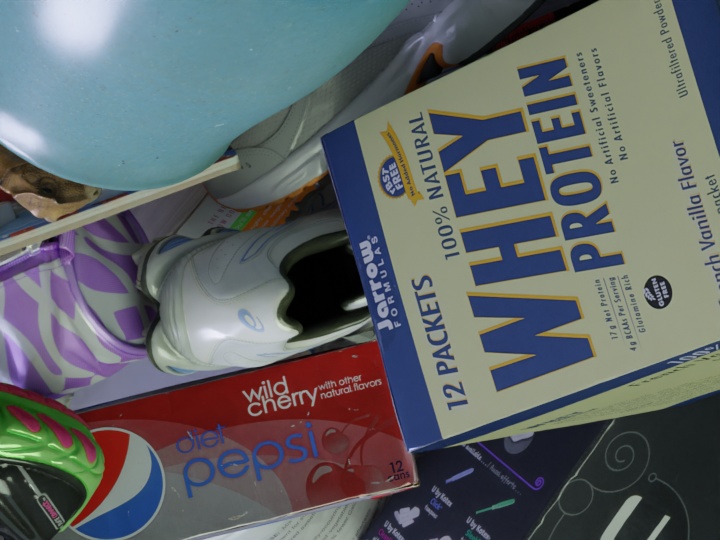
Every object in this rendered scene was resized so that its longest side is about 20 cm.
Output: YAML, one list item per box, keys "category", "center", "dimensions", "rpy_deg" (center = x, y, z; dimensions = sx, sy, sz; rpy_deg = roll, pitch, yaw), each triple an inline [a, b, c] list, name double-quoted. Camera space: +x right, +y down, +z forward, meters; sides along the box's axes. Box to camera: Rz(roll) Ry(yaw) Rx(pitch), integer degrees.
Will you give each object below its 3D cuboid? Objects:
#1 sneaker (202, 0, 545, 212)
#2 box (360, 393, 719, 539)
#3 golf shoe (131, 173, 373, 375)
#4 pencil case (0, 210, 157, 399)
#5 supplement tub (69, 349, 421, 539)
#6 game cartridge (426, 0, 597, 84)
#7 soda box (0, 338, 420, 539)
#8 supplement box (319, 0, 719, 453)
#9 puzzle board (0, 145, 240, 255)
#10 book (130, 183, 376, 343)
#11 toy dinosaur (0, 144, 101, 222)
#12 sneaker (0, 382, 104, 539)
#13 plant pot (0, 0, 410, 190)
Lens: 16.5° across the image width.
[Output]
- category: "sneaker"
  center: [-0.005, -0.107, 1.040]
  dimensions: [0.200, 0.076, 0.092]
  rpy_deg: [-38, 97, 25]
- category: "box"
  center: [0.116, 0.099, 1.194]
  dimensions: [0.122, 0.106, 0.200]
  rpy_deg: [33, 93, -34]
- category: "golf shoe"
  center: [0.000, 0.000, 1.076]
  dimensions: [0.200, 0.097, 0.078]
  rpy_deg: [-26, 109, -43]
- category: "pencil case"
  center: [-0.181, 0.030, 1.086]
  dimensions: [0.200, 0.084, 0.085]
  rpy_deg: [-24, 154, 22]
- category: "supplement tub"
  center: [-0.042, 0.108, 1.252]
  dimensions: [0.132, 0.132, 0.200]
  rpy_deg: [-34, 142, 11]
- category: "game cartridge"
  center: [0.103, -0.137, 1.098]
  dimensions: [0.200, 0.038, 0.130]
  rpy_deg: [-23, 120, -5]
- category: "soda box"
  center: [-0.079, 0.086, 1.103]
  dimensions: [0.200, 0.070, 0.063]
  rpy_deg: [-13, 176, -6]
- category: "supplement box"
  center: [0.132, -0.026, 0.987]
  dimensions: [0.200, 0.134, 0.200]
  rpy_deg: [-24, 168, 39]
- category: "puzzle board"
  center: [-0.156, -0.028, 1.034]
  dimensions: [0.200, 0.151, 0.017]
  rpy_deg: [-21, 105, -7]
- category: "book"
  center: [0.001, -0.034, 1.181]
  dimensions: [0.134, 0.048, 0.200]
  rpy_deg: [-46, 139, 18]
- category: "toy dinosaur"
  center: [-0.186, -0.073, 0.994]
  dimensions: [0.106, 0.200, 0.060]
  rpy_deg: [-60, 143, -23]
- category: "sneaker"
  center: [-0.203, 0.075, 1.007]
  dimensions: [0.200, 0.077, 0.084]
  rpy_deg: [20, 100, -22]
- category: "plant pot"
  center: [-0.069, -0.137, 0.912]
  dimensions: [0.200, 0.200, 0.188]
  rpy_deg: [2, 145, -31]
